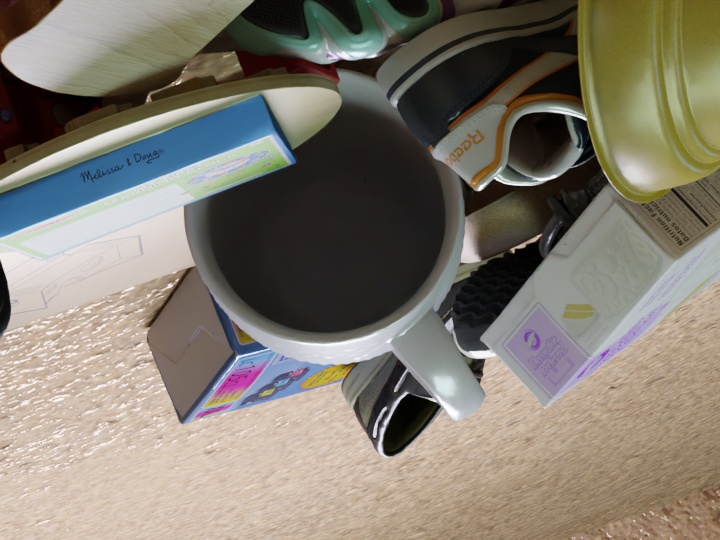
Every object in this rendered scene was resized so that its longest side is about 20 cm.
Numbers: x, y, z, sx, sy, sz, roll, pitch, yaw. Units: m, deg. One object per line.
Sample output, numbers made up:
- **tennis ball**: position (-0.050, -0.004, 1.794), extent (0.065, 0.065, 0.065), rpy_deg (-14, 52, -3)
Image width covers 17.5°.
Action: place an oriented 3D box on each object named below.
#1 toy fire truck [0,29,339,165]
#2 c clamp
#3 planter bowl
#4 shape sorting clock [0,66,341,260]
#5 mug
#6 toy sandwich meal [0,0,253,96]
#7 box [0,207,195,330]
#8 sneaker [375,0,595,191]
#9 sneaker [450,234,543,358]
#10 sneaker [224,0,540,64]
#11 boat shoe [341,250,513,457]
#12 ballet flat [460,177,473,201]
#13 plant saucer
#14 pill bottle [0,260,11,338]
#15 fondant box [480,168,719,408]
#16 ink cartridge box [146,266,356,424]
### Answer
- **toy fire truck**: position (-0.121, -0.086, 1.112), extent (0.141, 0.049, 0.200), rpy_deg (-33, 161, 33)
- **c clamp**: position (0.167, -0.075, 1.292), extent (0.200, 0.027, 0.171), rpy_deg (-44, 169, 12)
- **planter bowl**: position (0.175, -0.127, 1.071), extent (0.083, 0.202, 0.200), rpy_deg (7, 180, 28)
- **shape sorting clock**: position (-0.104, -0.050, 1.085), extent (0.199, 0.039, 0.200), rpy_deg (-20, 176, -2)
- **mug**: position (0.000, 0.000, 1.290), extent (0.147, 0.200, 0.175), rpy_deg (-39, 171, -4)
- **toy sandwich meal**: position (-0.073, -0.145, 0.937), extent (0.204, 0.071, 0.205), rpy_deg (-20, 165, -6)
- **box**: position (-0.184, -0.004, 1.351), extent (0.199, 0.021, 0.164), rpy_deg (-21, 164, -8)
- **sneaker**: position (0.097, -0.089, 1.110), extent (0.199, 0.080, 0.078), rpy_deg (-23, 165, -40)
- **sneaker**: position (0.128, 0.022, 1.420), extent (0.070, 0.094, 0.200), rpy_deg (-3, -156, 36)
- **sneaker**: position (0.021, -0.124, 1.123), extent (0.199, 0.078, 0.140), rpy_deg (-17, 163, -16)
- **boat shoe**: position (0.053, 0.057, 1.527), extent (0.071, 0.066, 0.201), rpy_deg (-10, 155, -34)
- **ballet flat**: position (0.049, -0.069, 1.374), extent (0.068, 0.063, 0.200), rpy_deg (-15, 163, -23)
- **plant saucer**: position (0.117, -0.056, 1.424), extent (0.200, 0.036, 0.200), rpy_deg (-31, -174, 3)
- **pill bottle**: position (-0.282, 0.024, 1.143), extent (0.199, 0.112, 0.112), rpy_deg (-25, 164, 10)
- **fondant box**: position (0.173, -0.021, 1.298), extent (0.200, 0.058, 0.144), rpy_deg (-30, 163, -43)
- **ink cartridge box**: position (-0.027, 0.027, 1.576), extent (0.199, 0.077, 0.136), rpy_deg (-16, 164, -27)
